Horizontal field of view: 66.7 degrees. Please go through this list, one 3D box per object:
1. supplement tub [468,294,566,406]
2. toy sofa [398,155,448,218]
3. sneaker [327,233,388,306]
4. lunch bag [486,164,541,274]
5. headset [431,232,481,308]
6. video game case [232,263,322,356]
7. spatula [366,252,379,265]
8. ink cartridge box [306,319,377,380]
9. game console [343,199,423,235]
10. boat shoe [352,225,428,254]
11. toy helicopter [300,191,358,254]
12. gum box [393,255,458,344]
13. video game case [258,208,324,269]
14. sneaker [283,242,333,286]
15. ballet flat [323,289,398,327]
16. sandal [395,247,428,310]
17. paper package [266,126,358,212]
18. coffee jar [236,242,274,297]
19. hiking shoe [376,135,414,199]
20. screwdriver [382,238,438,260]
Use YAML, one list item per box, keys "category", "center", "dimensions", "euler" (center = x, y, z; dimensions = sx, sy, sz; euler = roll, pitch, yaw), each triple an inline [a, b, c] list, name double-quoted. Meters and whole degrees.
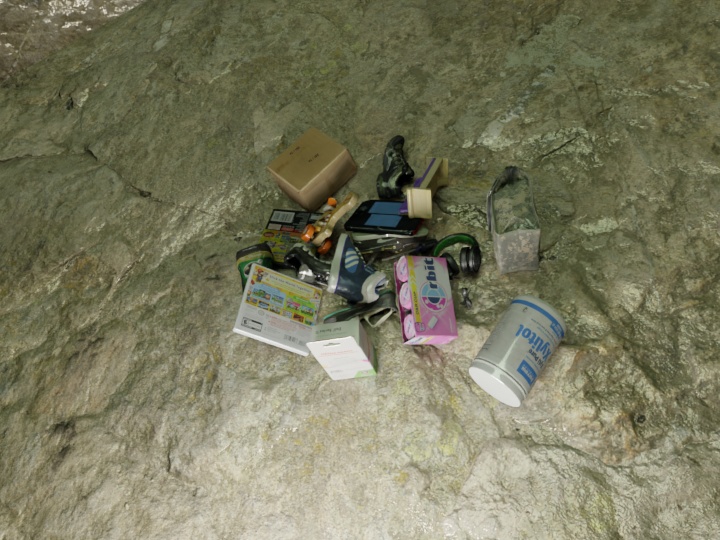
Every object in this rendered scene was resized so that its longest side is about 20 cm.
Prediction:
- category: "supplement tub"
  center: [0.332, 0.166, 1.152]
  dimensions: [0.130, 0.133, 0.201]
  euler: [27, 70, 31]
- category: "toy sofa"
  center: [0.166, -0.223, 1.442]
  dimensions: [0.095, 0.084, 0.201]
  euler: [8, 38, 21]
- category: "sneaker"
  center: [0.000, 0.000, 1.355]
  dimensions: [0.143, 0.082, 0.203]
  euler: [15, 40, -5]
- category: "lunch bag"
  center: [0.361, -0.125, 1.304]
  dimensions: [0.114, 0.165, 0.204]
  euler: [-7, 56, 12]
- category: "headset"
  center: [0.243, -0.006, 1.343]
  dimensions: [0.121, 0.095, 0.203]
  euler: [-17, 40, 12]
- category: "video game case"
  center: [-0.203, 0.097, 1.370]
  dimensions: [0.196, 0.023, 0.186]
  euler: [21, 59, -17]
- category: "spatula"
  center: [0.043, -0.042, 1.449]
  dimensions: [0.199, 0.021, 0.056]
  euler: [-43, 54, -11]
- category: "ink cartridge box"
  center: [-0.040, 0.173, 1.231]
  dimensions: [0.114, 0.201, 0.069]
  euler: [-8, 55, 12]
- category: "game console"
  center: [0.072, -0.142, 1.445]
  dimensions: [0.195, 0.032, 0.177]
  euler: [5, 27, 21]
- category: "boat shoe"
  center: [0.078, -0.078, 1.418]
  dimensions: [0.195, 0.062, 0.072]
  euler: [-3, 26, 3]
- category: "toy helicopter"
  center: [-0.071, -0.147, 1.457]
  dimensions: [0.199, 0.078, 0.134]
  euler: [-38, 27, 36]
- category: "gum box"
  center: [0.148, 0.063, 1.263]
  dimensions: [0.111, 0.066, 0.205]
  euler: [4, 67, -22]
- category: "video game case"
  center: [-0.194, -0.089, 1.558]
  dimensions: [0.195, 0.026, 0.184]
  euler: [7, 61, 22]
- category: "sneaker"
  center: [-0.120, 0.005, 1.417]
  dimensions: [0.198, 0.068, 0.090]
  euler: [32, 36, 17]
- category: "ballet flat"
  center: [0.004, 0.113, 1.340]
  dimensions: [0.196, 0.068, 0.070]
  euler: [-24, 66, 3]
- category: "sandal"
  center: [0.131, 0.030, 1.354]
  dimensions: [0.078, 0.058, 0.203]
  euler: [26, 46, -7]
- category: "paper package"
  center: [-0.144, -0.303, 1.628]
  dimensions: [0.200, 0.104, 0.190]
  euler: [-44, 54, -11]
- category: "coffee jar"
  center: [-0.271, 0.029, 1.456]
  dimensions: [0.102, 0.086, 0.204]
  euler: [-17, 64, 4]
- category: "hiking shoe"
  center: [0.111, -0.291, 1.561]
  dimensions: [0.098, 0.076, 0.205]
  euler: [11, 71, 15]
- category: "screwdriver"
  center: [0.124, -0.044, 1.360]
  dimensions: [0.197, 0.030, 0.028]
  euler: [-23, 34, -37]
